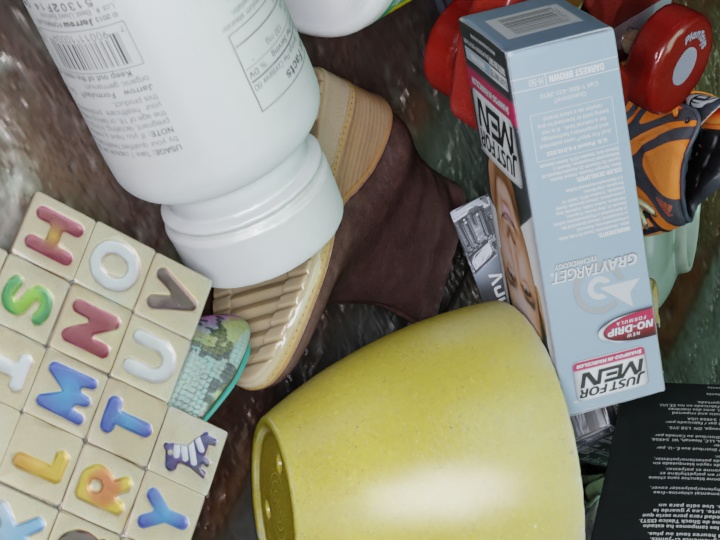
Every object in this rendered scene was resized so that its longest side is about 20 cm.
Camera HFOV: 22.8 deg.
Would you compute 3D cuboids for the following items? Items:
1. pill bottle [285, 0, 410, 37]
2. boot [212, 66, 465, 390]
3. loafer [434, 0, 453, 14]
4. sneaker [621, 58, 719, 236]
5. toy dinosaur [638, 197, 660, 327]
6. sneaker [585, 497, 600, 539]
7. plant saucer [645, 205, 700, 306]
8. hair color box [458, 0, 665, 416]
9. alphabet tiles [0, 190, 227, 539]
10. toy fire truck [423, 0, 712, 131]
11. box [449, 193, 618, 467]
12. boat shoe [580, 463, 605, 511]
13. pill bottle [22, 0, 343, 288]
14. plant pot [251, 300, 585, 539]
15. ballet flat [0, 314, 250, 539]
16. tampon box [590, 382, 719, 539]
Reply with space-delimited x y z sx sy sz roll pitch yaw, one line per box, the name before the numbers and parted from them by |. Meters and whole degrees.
pill bottle | 0.023 -0.215 1.015 0.200 0.112 0.114 -37 120 -48
boot | 0.000 0.000 1.025 0.166 0.072 0.201 39 57 -46
loafer | 0.112 -0.159 1.182 0.200 0.063 0.072 51 53 -43
sneaker | 0.198 -0.124 1.149 0.077 0.112 0.202 -6 92 -37
toy dinosaur | 0.148 -0.014 1.072 0.201 0.058 0.101 61 17 -19
sneaker | 0.127 0.223 1.114 0.070 0.099 0.200 45 29 -8
plant saucer | 0.219 -0.054 1.296 0.200 0.050 0.202 3 90 -75
hair color box | 0.107 -0.036 0.953 0.099 0.060 0.202 -121 -162 -69
alphabet tiles | -0.142 0.073 0.822 0.166 0.008 0.201 28 67 -22
toy fire truck | 0.127 -0.170 1.037 0.199 0.112 0.169 -30 140 -36
box | 0.131 0.041 1.137 0.200 0.049 0.159 25 43 -68
boat shoe | 0.183 0.152 1.308 0.062 0.072 0.202 -5 92 -29
pill bottle | -0.083 -0.096 0.870 0.115 0.114 0.201 -53 132 -39
plant pot | 0.019 0.124 0.978 0.141 0.200 0.202 -6 98 -17
ballet flat | -0.122 0.076 0.872 0.071 0.069 0.200 53 52 -26
tampon box | 0.196 0.177 0.975 0.200 0.125 0.151 -63 150 -56
